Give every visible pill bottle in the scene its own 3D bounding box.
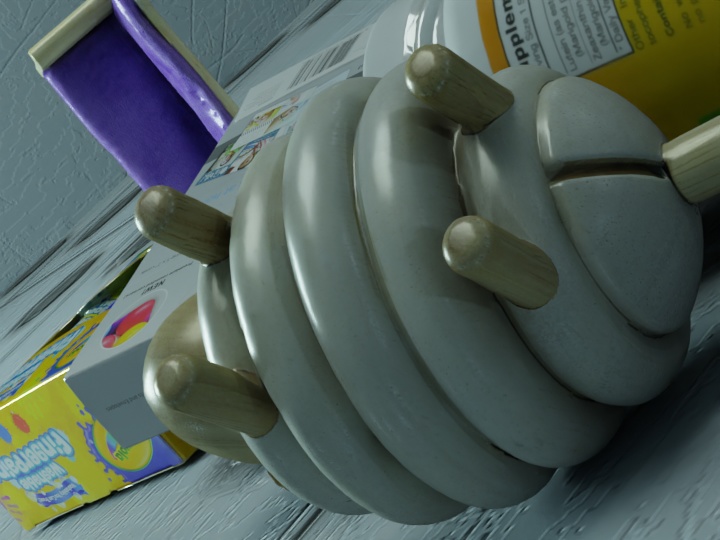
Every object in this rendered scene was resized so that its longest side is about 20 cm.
[{"bbox_3d":[0.096,-0.080,0.655,0.200,0.111,0.111,-22,20,44],"label":"pill bottle"}]

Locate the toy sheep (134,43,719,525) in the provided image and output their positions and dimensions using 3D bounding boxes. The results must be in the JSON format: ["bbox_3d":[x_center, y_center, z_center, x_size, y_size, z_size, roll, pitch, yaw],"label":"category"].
[{"bbox_3d":[0.024,0.003,0.588,0.199,0.138,0.138,-21,18,28],"label":"toy sheep"}]

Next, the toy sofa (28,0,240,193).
[{"bbox_3d":[-0.129,-0.096,1.452,0.083,0.200,0.098,-41,4,-6],"label":"toy sofa"}]

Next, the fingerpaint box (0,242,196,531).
[{"bbox_3d":[-0.106,0.039,1.114,0.167,0.073,0.200,-47,11,-32],"label":"fingerpaint box"}]

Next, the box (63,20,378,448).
[{"bbox_3d":[-0.009,-0.032,0.808,0.156,0.041,0.200,-25,23,34],"label":"box"}]
